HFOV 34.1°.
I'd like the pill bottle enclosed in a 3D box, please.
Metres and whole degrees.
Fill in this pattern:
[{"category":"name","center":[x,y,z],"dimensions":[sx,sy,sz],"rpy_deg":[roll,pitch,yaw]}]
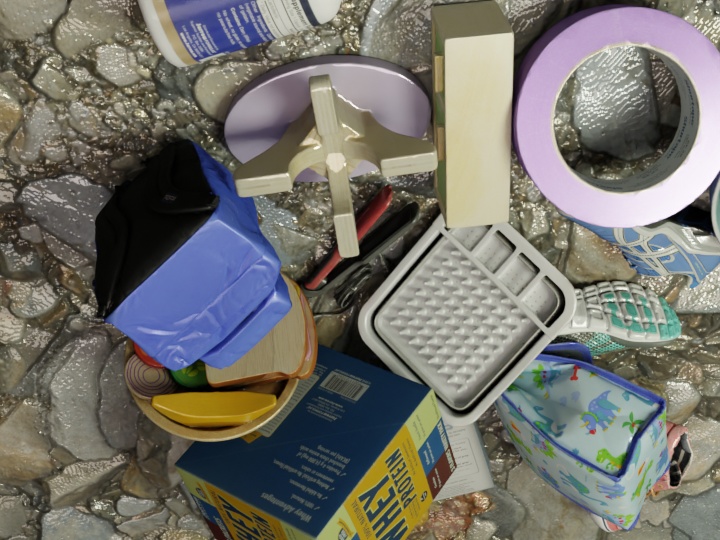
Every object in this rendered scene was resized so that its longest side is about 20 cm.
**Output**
[{"category":"pill bottle","center":[-0.084,-0.255,1.001],"dimensions":[0.200,0.116,0.116],"rpy_deg":[-16,125,8]}]

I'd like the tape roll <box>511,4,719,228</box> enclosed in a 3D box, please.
[{"category":"tape roll","center":[0.240,-0.143,1.087],"dimensions":[0.200,0.066,0.200],"rpy_deg":[0,104,-1]}]

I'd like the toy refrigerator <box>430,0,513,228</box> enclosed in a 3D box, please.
[{"category":"toy refrigerator","center":[0.101,-0.145,1.110],"dimensions":[0.070,0.076,0.200],"rpy_deg":[-6,126,-4]}]

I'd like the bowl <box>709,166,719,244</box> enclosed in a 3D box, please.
[{"category":"bowl","center":[0.420,-0.107,1.132],"dimensions":[0.200,0.105,0.201],"rpy_deg":[-3,129,-4]}]

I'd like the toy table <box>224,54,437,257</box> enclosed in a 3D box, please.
[{"category":"toy table","center":[-0.029,-0.117,1.102],"dimensions":[0.200,0.117,0.184],"rpy_deg":[-17,125,8]}]

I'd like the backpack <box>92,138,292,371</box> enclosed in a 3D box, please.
[{"category":"backpack","center":[-0.165,-0.013,1.118],"dimensions":[0.162,0.200,0.168],"rpy_deg":[-39,126,6]}]

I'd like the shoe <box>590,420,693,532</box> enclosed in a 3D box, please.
[{"category":"shoe","center":[0.331,0.246,1.382],"dimensions":[0.071,0.091,0.200],"rpy_deg":[-31,133,-38]}]

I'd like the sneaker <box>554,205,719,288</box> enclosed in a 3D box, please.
[{"category":"sneaker","center":[0.287,-0.034,1.199],"dimensions":[0.200,0.076,0.077],"rpy_deg":[17,119,-13]}]

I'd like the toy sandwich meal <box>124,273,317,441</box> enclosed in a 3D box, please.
[{"category":"toy sandwich meal","center":[-0.144,0.079,1.196],"dimensions":[0.205,0.205,0.070],"rpy_deg":[-1,155,-2]}]

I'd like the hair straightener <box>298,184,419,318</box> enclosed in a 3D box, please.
[{"category":"hair straightener","center":[0.000,0.000,1.232],"dimensions":[0.077,0.041,0.200],"rpy_deg":[29,119,-21]}]

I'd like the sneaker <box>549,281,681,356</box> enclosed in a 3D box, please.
[{"category":"sneaker","center":[0.246,0.064,1.283],"dimensions":[0.200,0.078,0.091],"rpy_deg":[4,141,-2]}]

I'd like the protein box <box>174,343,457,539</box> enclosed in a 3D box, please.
[{"category":"protein box","center":[-0.043,0.204,1.223],"dimensions":[0.198,0.200,0.135],"rpy_deg":[18,144,35]}]

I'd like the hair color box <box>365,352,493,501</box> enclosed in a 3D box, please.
[{"category":"hair color box","center":[0.081,0.174,1.349],"dimensions":[0.099,0.061,0.200],"rpy_deg":[-15,125,7]}]

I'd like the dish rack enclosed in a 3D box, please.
[{"category":"dish rack","center":[0.111,0.042,1.215],"dimensions":[0.172,0.044,0.200],"rpy_deg":[45,108,13]}]

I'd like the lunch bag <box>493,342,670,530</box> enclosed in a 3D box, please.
[{"category":"lunch bag","center":[0.226,0.167,1.270],"dimensions":[0.200,0.128,0.170],"rpy_deg":[25,158,29]}]
